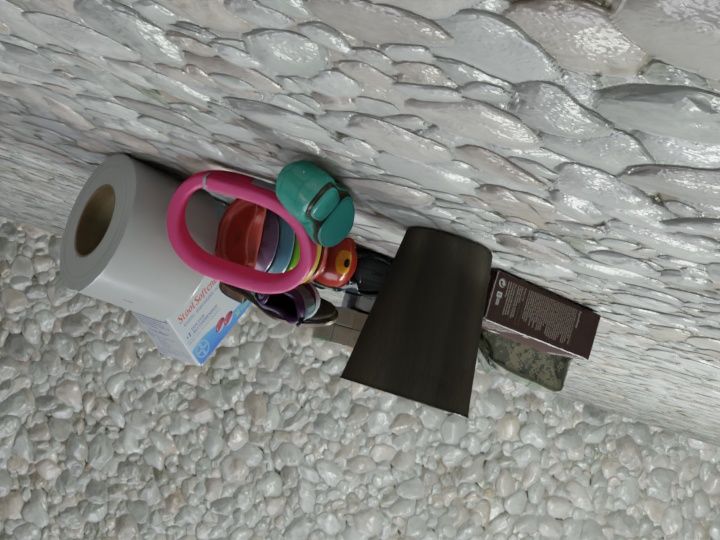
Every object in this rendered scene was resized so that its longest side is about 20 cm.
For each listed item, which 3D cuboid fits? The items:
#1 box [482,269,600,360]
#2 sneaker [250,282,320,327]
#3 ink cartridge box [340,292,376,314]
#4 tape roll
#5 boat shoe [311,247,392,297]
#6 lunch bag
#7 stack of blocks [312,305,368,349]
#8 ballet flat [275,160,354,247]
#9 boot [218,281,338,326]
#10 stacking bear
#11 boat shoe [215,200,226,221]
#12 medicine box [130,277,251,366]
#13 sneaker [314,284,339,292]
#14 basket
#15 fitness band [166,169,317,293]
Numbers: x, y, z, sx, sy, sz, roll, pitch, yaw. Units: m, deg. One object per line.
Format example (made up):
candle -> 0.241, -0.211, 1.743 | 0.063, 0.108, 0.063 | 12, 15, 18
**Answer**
box -> 0.227, 0.061, 1.349 | 0.199, 0.075, 0.100 | 20, 173, -29
sneaker -> -0.147, 0.004, 1.400 | 0.200, 0.075, 0.088 | 35, -161, 1
ink cartridge box -> 0.056, 0.049, 1.624 | 0.146, 0.086, 0.200 | 17, 172, -7
tape roll -> -0.313, -0.046, 1.356 | 0.139, 0.204, 0.202 | 24, 171, -37
boat shoe -> 0.000, 0.002, 1.462 | 0.199, 0.075, 0.066 | 20, 170, -20
lunch bag -> 0.252, 0.125, 1.611 | 0.199, 0.118, 0.164 | 23, 174, 7
stack of blocks -> 0.027, 0.106, 1.536 | 0.199, 0.059, 0.115 | 15, 173, 1
ballet flat -> -0.051, -0.079, 1.060 | 0.070, 0.067, 0.200 | 41, 177, 11
boot -> -0.123, 0.016, 1.468 | 0.199, 0.097, 0.075 | 18, -143, 11
stacking bear -> -0.092, -0.028, 1.352 | 0.199, 0.122, 0.114 | 14, 174, -33
boat shoe -> -0.223, -0.052, 1.514 | 0.057, 0.069, 0.200 | 42, 169, 44
medicine box -> -0.285, 0.020, 1.589 | 0.103, 0.182, 0.200 | 14, 144, 36
sneaker -> -0.077, -0.010, 1.565 | 0.082, 0.073, 0.200 | 21, 172, 15
basket -> 0.082, 0.060, 1.177 | 0.180, 0.201, 0.136 | 12, 172, 43
fitness band -> -0.149, -0.046, 1.204 | 0.199, 0.144, 0.037 | 18, -151, 9
